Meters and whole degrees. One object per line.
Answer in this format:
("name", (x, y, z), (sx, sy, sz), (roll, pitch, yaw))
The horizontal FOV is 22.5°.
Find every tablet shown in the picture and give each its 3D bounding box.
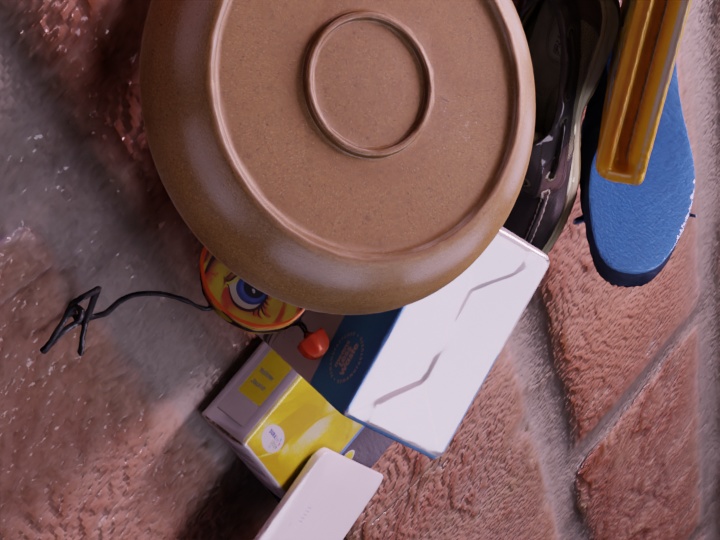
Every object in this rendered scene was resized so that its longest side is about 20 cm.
("tablet", (-0.059, 0.205, 1.157), (0.201, 0.014, 0.130), (-55, 158, -1))

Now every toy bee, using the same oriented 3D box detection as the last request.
("toy bee", (-0.044, -0.013, 0.880), (0.200, 0.109, 0.131), (-51, -179, 13))

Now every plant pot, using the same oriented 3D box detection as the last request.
("plant pot", (-0.001, -0.081, 0.807), (0.200, 0.200, 0.027), (-43, -164, -24))

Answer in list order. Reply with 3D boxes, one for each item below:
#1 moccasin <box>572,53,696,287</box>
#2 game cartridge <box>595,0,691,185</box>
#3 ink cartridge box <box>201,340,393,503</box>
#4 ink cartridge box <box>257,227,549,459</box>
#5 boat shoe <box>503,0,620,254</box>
("moccasin", (0.178, -0.070, 1.174), (0.068, 0.080, 0.201), (109, -6, -57))
("game cartridge", (0.172, -0.173, 1.052), (0.200, 0.032, 0.177), (-75, 176, -58))
("ink cartridge box", (0.002, 0.055, 1.141), (0.200, 0.047, 0.198), (-48, 155, -10))
("ink cartridge box", (0.000, 0.000, 0.946), (0.066, 0.200, 0.116), (26, 96, -32))
("boat shoe", (0.099, -0.088, 1.110), (0.066, 0.072, 0.202), (-17, 131, -46))
